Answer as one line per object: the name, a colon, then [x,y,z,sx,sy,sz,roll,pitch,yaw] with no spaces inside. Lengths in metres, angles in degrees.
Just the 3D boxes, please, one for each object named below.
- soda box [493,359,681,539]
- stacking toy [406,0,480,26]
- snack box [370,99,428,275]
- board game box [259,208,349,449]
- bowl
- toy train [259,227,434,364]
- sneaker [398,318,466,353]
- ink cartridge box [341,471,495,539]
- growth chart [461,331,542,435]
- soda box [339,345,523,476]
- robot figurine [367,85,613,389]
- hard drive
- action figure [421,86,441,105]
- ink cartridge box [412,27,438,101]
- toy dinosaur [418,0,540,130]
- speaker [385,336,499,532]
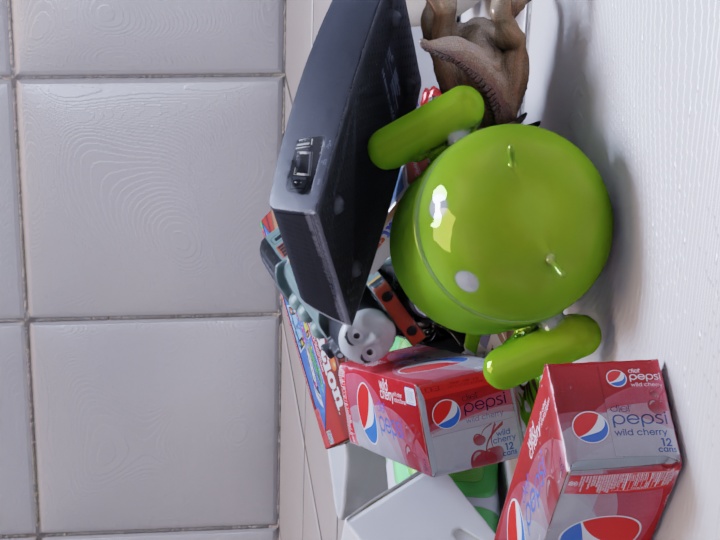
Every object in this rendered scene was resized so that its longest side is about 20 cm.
soda box: [0.122,0.132,0.994,0.200,0.063,0.070,99,167,-53]
stacking toy: [0.057,-0.235,1.360,0.200,0.146,0.146,31,-125,-75]
snack box: [0.015,-0.082,1.261,0.072,0.024,0.200,-50,23,27]
board game box: [-0.036,0.041,1.452,0.103,0.019,0.200,143,112,-69]
bowl: [0.010,0.098,1.579,0.200,0.075,0.200,-100,12,-51]
toy train: [0.000,0.000,1.298,0.085,0.114,0.200,53,179,-30]
sneaker: [0.020,0.000,1.401,0.104,0.200,0.060,-52,-27,-35]
ink cartridge box: [0.051,0.253,1.279,0.146,0.084,0.200,49,154,25]
growth chart: [0.107,0.078,1.216,0.200,0.018,0.145,-111,17,-45]
soda box: [0.046,0.094,1.246,0.200,0.070,0.063,-174,73,-74]
robot figurine: [0.082,-0.023,1.068,0.176,0.116,0.200,65,170,2]
hard drive: [-0.007,-0.081,1.114,0.135,0.042,0.200,74,-153,-54]
action figure: [0.022,-0.058,1.503,0.200,0.052,0.065,-56,13,-1]
ink cartridge box: [0.029,-0.201,1.617,0.200,0.086,0.146,-109,19,-63]
toy dinosaur: [0.077,-0.118,1.137,0.200,0.086,0.136,-58,-33,-78]
speaker: [0.060,0.120,1.409,0.088,0.088,0.200,101,165,-61]
